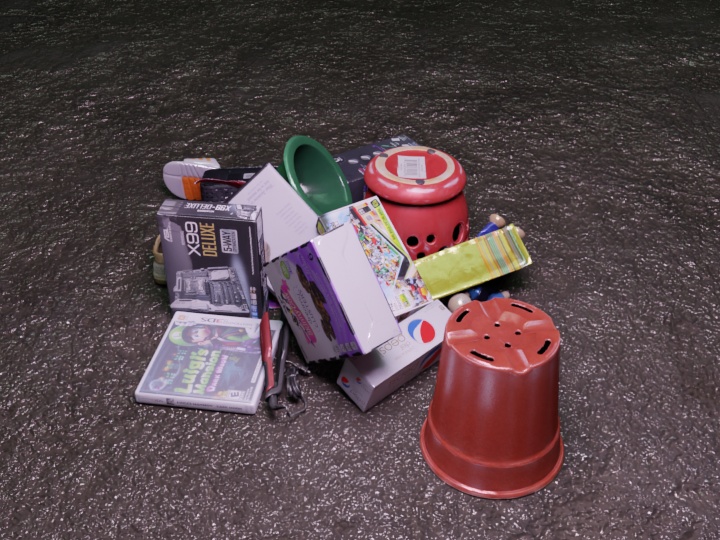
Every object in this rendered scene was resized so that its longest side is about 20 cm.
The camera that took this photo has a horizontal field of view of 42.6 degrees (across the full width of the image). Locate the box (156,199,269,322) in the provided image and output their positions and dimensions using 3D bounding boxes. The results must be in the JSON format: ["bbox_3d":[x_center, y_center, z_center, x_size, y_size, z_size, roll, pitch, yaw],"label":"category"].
[{"bbox_3d":[-0.229,-0.011,1.457,0.155,0.202,0.050,5,35,6],"label":"box"}]

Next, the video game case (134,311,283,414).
[{"bbox_3d":[-0.224,0.135,1.403,0.179,0.024,0.201,4,35,7],"label":"video game case"}]

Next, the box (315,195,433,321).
[{"bbox_3d":[0.020,-0.011,1.442,0.109,0.035,0.201,-20,69,-21],"label":"box"}]

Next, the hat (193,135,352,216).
[{"bbox_3d":[-0.137,-0.127,1.605,0.175,0.201,0.166,-27,8,31],"label":"hat"}]

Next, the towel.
[{"bbox_3d":[0.176,-0.011,1.511,0.198,0.018,0.087,-20,54,-6],"label":"towel"}]

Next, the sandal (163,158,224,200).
[{"bbox_3d":[-0.285,-0.182,1.824,0.204,0.080,0.059,5,32,-8],"label":"sandal"}]

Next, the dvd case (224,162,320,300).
[{"bbox_3d":[-0.133,-0.053,1.487,0.142,0.200,0.018,-41,14,8],"label":"dvd case"}]

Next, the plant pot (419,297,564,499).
[{"bbox_3d":[0.180,0.157,1.217,0.198,0.197,0.202,0,35,0],"label":"plant pot"}]

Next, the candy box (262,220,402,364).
[{"bbox_3d":[-0.046,0.038,1.307,0.071,0.169,0.200,-27,3,-27],"label":"candy box"}]

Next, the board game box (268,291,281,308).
[{"bbox_3d":[-0.156,-0.008,1.594,0.198,0.039,0.158,20,39,27],"label":"board game box"}]

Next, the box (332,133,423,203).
[{"bbox_3d":[0.032,-0.162,1.745,0.198,0.124,0.106,-20,39,-27],"label":"box"}]

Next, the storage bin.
[{"bbox_3d":[-0.190,-0.132,1.702,0.197,0.095,0.135,-2,20,-4],"label":"storage bin"}]

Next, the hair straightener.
[{"bbox_3d":[-0.106,0.141,1.361,0.076,0.041,0.201,13,33,-19],"label":"hair straightener"}]

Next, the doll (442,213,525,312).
[{"bbox_3d":[0.198,-0.002,1.544,0.136,0.049,0.201,32,61,2],"label":"doll"}]

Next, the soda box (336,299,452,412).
[{"bbox_3d":[0.061,0.123,1.367,0.199,0.068,0.064,-30,64,-36],"label":"soda box"}]

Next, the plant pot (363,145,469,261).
[{"bbox_3d":[0.097,-0.105,1.614,0.197,0.184,0.201,2,35,-1],"label":"plant pot"}]

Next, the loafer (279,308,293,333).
[{"bbox_3d":[-0.041,0.077,1.443,0.198,0.073,0.073,16,36,21],"label":"loafer"}]

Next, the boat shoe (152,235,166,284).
[{"bbox_3d":[-0.323,-0.056,1.641,0.073,0.067,0.201,0,35,0],"label":"boat shoe"}]
